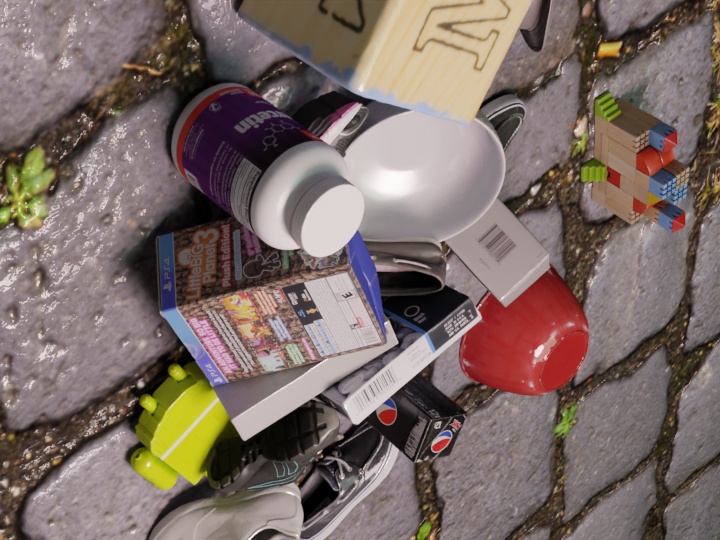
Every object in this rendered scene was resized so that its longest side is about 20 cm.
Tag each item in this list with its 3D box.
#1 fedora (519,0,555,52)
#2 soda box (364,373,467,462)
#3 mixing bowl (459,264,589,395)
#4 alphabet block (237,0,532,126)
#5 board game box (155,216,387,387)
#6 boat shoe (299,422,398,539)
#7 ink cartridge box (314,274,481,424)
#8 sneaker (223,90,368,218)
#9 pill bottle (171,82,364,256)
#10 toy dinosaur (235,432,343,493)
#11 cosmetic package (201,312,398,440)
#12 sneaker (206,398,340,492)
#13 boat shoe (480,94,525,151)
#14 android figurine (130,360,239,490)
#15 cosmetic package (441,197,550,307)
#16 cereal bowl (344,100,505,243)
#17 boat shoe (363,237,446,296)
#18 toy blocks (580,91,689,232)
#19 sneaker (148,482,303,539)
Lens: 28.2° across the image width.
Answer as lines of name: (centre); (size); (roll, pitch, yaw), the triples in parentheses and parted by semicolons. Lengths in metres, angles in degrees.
fedora: (0.146, -0.330, 1.525); (0.090, 0.177, 0.201); (-4, 136, -10)
soda box: (0.032, 0.145, 1.720); (0.071, 0.200, 0.064); (-3, 123, -46)
mixing bowl: (0.246, 0.098, 1.996); (0.200, 0.108, 0.201); (-28, 136, -31)
alphabet block: (0.035, -0.282, 1.389); (0.196, 0.195, 0.201); (7, 115, -52)
board game box: (-0.090, 0.021, 1.487); (0.199, 0.097, 0.160); (-14, 145, 8)
boat shoe: (-0.028, 0.267, 1.870); (0.200, 0.072, 0.068); (-48, 145, 5)
ink cartridge box: (0.003, 0.071, 1.645); (0.198, 0.200, 0.044); (-39, 124, -20)
sneaker: (-0.057, -0.098, 1.519); (0.086, 0.080, 0.200); (35, 103, -34)
pill bottle: (-0.088, -0.095, 1.394); (0.112, 0.200, 0.113); (-28, 137, -30)
toy dinosaur: (-0.109, 0.227, 1.736); (0.200, 0.077, 0.102); (-35, 159, 11)
cosmetic package: (-0.065, 0.094, 1.562); (0.199, 0.083, 0.051); (-32, 143, -6)
sneaker: (-0.087, 0.198, 1.621); (0.079, 0.076, 0.200); (20, 144, -41)
boat shoe: (0.140, -0.127, 1.729); (0.199, 0.068, 0.074); (-43, 143, -14)
android figurine: (-0.185, 0.170, 1.637); (0.182, 0.041, 0.200); (-48, 146, -6)
cosmetic package: (0.168, -0.023, 1.740); (0.085, 0.108, 0.200); (-43, 171, 2)
cereal bowl: (0.057, -0.124, 1.600); (0.199, 0.084, 0.201); (-7, 134, -7)
boat shoe: (0.000, 0.000, 1.611); (0.199, 0.057, 0.067); (-4, 137, -6)
toy blocks: (0.380, -0.133, 1.929); (0.100, 0.137, 0.201); (-32, 138, -25)
sneaker: (-0.161, 0.317, 1.693); (0.199, 0.089, 0.075); (-24, 136, 11)
